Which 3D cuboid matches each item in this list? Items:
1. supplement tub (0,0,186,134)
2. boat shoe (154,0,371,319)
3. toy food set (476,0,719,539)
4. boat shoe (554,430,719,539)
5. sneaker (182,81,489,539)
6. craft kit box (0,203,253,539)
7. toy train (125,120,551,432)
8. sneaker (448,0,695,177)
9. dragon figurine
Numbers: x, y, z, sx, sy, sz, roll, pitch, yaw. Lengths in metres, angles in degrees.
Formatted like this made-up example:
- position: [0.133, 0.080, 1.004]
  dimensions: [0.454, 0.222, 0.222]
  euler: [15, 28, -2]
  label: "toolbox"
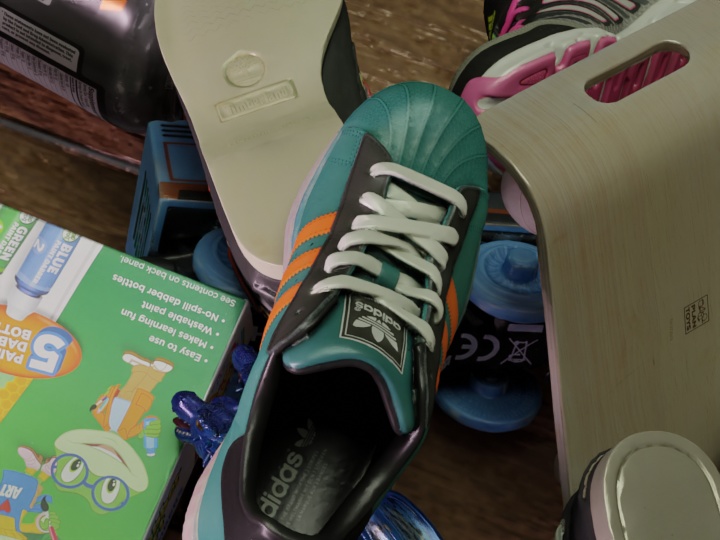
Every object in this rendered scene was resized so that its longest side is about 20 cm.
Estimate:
- position: [-0.117, -0.138, 1.220]
  dimensions: [0.200, 0.123, 0.123]
  euler: [28, 52, 12]
  label: "supplement tub"
- position: [-0.032, -0.062, 1.097]
  dimensions: [0.074, 0.063, 0.202]
  euler: [-14, 54, 0]
  label: "boat shoe"
- position: [0.108, 0.006, 1.107]
  dimensions: [0.143, 0.200, 0.060]
  euler: [-28, 37, -30]
  label: "toy food set"
- position: [0.106, 0.160, 1.017]
  dimensions: [0.073, 0.063, 0.200]
  euler: [2, 71, -23]
  label: "boat shoe"
- position: [0.003, 0.020, 0.967]
  dimensions: [0.071, 0.080, 0.200]
  euler: [24, 70, -11]
  label: "sneaker"
- position: [-0.167, 0.067, 1.053]
  dimensions: [0.200, 0.049, 0.198]
  euler: [21, 76, 6]
  label: "craft kit box"
- position: [0.000, 0.000, 1.156]
  dimensions: [0.200, 0.087, 0.114]
  euler: [3, 39, -13]
  label: "toy train"
- position: [0.079, -0.091, 1.238]
  dimensions: [0.087, 0.074, 0.200]
  euler: [27, 29, 23]
  label: "sneaker"
- position: [-0.001, 0.117, 1.013]
  dimensions: [0.059, 0.099, 0.200]
  euler: [-29, 61, -22]
  label: "dragon figurine"
